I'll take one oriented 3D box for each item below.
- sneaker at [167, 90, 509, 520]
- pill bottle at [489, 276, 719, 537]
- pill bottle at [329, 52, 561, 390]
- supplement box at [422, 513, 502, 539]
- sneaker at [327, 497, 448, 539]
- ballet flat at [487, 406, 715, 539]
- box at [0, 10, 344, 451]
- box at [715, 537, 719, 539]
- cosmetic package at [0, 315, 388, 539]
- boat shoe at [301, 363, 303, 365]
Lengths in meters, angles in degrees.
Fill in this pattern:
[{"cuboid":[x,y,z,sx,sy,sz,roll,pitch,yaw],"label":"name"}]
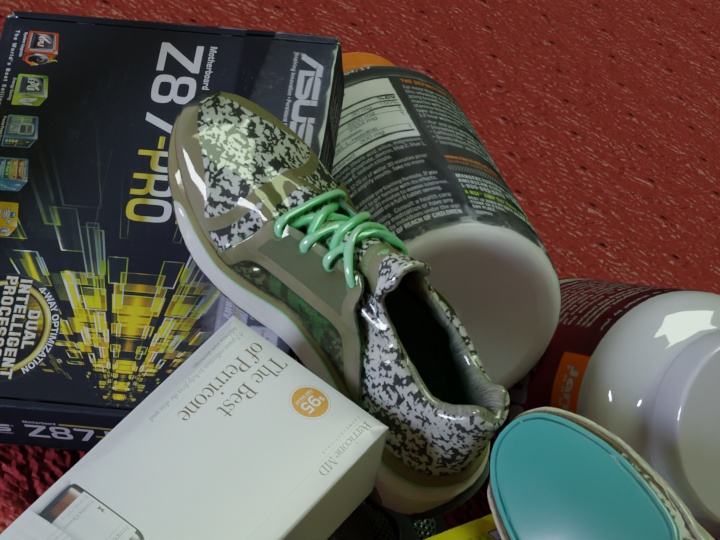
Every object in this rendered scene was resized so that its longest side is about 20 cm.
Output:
[{"cuboid":[0.000,0.000,0.840,0.077,0.089,0.201,-34,84,-34],"label":"sneaker"},{"cuboid":[0.132,0.063,0.964,0.112,0.114,0.200,16,-4,-22],"label":"pill bottle"},{"cuboid":[0.018,-0.030,0.999,0.105,0.107,0.201,14,28,-25],"label":"pill bottle"},{"cuboid":[0.061,0.173,0.821,0.109,0.110,0.199,40,29,27],"label":"supplement box"},{"cuboid":[-0.031,0.079,0.955,0.114,0.077,0.200,-1,40,-48],"label":"sneaker"},{"cuboid":[0.120,0.131,0.774,0.200,0.067,0.062,47,4,35],"label":"ballet flat"},{"cuboid":[-0.098,-0.017,0.921,0.159,0.049,0.202,7,62,5],"label":"box"},{"cuboid":[0.221,0.188,0.942,0.157,0.050,0.200,-12,42,-33],"label":"box"},{"cuboid":[-0.081,0.109,0.771,0.082,0.051,0.200,35,54,15],"label":"cosmetic package"},{"cuboid":[0.014,0.042,1.071,0.201,0.075,0.065,28,19,-14],"label":"boat shoe"}]
